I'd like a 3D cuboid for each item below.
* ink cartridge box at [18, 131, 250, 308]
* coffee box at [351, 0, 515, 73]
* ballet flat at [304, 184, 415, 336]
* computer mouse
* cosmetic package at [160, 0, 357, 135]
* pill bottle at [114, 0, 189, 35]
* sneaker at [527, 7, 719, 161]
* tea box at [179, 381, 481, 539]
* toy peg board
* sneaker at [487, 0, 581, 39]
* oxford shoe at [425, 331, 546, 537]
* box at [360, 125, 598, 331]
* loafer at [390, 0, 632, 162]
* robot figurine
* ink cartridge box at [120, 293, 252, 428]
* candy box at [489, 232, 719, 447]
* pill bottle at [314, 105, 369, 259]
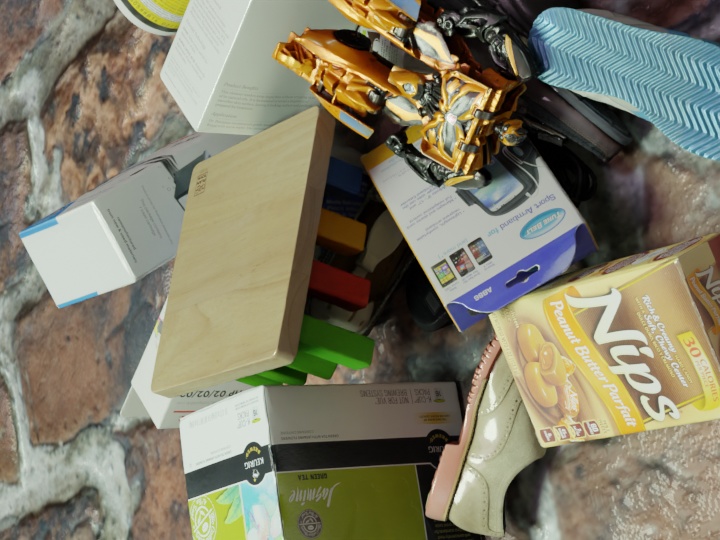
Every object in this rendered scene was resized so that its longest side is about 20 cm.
[{"bbox_3d":[-0.189,-0.056,1.761,0.146,0.200,0.086,-17,106,51],"label":"ink cartridge box"},{"bbox_3d":[0.023,-0.208,1.570,0.199,0.114,0.080,18,103,51],"label":"coffee box"},{"bbox_3d":[0.000,0.000,1.544,0.201,0.072,0.072,-58,46,19],"label":"ballet flat"},{"bbox_3d":[0.117,-0.020,1.498,0.201,0.046,0.141,-61,38,16],"label":"computer mouse"},{"bbox_3d":[-0.065,-0.206,1.504,0.081,0.112,0.201,53,128,39],"label":"cosmetic package"},{"bbox_3d":[-0.146,-0.308,1.798,0.200,0.111,0.112,-28,67,49],"label":"pill bottle"},{"bbox_3d":[0.218,-0.136,1.347,0.199,0.081,0.077,29,112,28],"label":"sneaker"},{"bbox_3d":[-0.020,0.198,1.544,0.133,0.199,0.198,-25,69,49],"label":"tea box"},{"bbox_3d":[-0.062,0.001,1.519,0.200,0.097,0.201,-18,57,54],"label":"toy peg board"},{"bbox_3d":[0.132,-0.257,1.466,0.091,0.076,0.201,-35,65,35],"label":"sneaker"},{"bbox_3d":[0.117,0.109,1.493,0.073,0.071,0.201,22,100,9],"label":"oxford shoe"},{"bbox_3d":[0.089,-0.043,1.427,0.119,0.042,0.201,-31,49,3],"label":"box"},{"bbox_3d":[0.110,-0.139,1.434,0.200,0.072,0.063,40,106,9],"label":"loafer"},{"bbox_3d":[0.034,-0.144,1.401,0.199,0.058,0.146,35,123,22],"label":"robot figurine"},{"bbox_3d":[-0.132,0.079,1.765,0.068,0.115,0.201,54,130,39],"label":"ink cartridge box"},{"bbox_3d":[0.189,0.053,1.364,0.199,0.055,0.116,-17,98,52],"label":"candy box"},{"bbox_3d":[-0.047,-0.047,1.659,0.112,0.111,0.202,-8,82,52],"label":"pill bottle"}]
